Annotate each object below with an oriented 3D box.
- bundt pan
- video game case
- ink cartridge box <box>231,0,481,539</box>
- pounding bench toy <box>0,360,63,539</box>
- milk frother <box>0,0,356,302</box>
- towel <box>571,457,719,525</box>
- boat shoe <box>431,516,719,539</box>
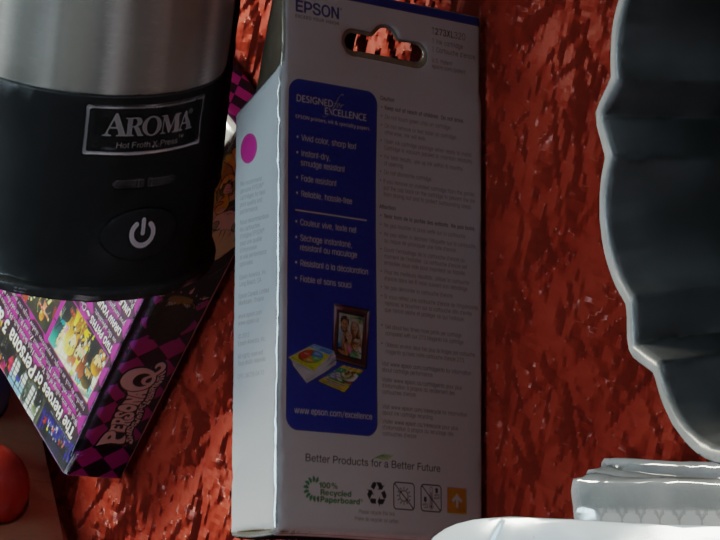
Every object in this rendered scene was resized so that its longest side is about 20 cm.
[{"bbox_3d":[0.154,-0.032,0.880,0.202,0.075,0.203,5,96,61],"label":"bundt pan"},{"bbox_3d":[-0.120,-0.041,1.291,0.200,0.036,0.182,52,123,43],"label":"video game case"},{"bbox_3d":[0.000,0.000,1.079,0.037,0.094,0.201,-8,77,52],"label":"ink cartridge box"},{"bbox_3d":[-0.254,0.096,1.299,0.156,0.199,0.125,-47,46,36],"label":"pounding bench toy"},{"bbox_3d":[-0.113,-0.115,1.122,0.200,0.180,0.189,23,115,33],"label":"milk frother"},{"bbox_3d":[0.133,0.154,0.933,0.200,0.032,0.192,-6,80,53],"label":"towel"},{"bbox_3d":[0.088,0.125,0.911,0.200,0.071,0.091,-6,74,51],"label":"boat shoe"}]
